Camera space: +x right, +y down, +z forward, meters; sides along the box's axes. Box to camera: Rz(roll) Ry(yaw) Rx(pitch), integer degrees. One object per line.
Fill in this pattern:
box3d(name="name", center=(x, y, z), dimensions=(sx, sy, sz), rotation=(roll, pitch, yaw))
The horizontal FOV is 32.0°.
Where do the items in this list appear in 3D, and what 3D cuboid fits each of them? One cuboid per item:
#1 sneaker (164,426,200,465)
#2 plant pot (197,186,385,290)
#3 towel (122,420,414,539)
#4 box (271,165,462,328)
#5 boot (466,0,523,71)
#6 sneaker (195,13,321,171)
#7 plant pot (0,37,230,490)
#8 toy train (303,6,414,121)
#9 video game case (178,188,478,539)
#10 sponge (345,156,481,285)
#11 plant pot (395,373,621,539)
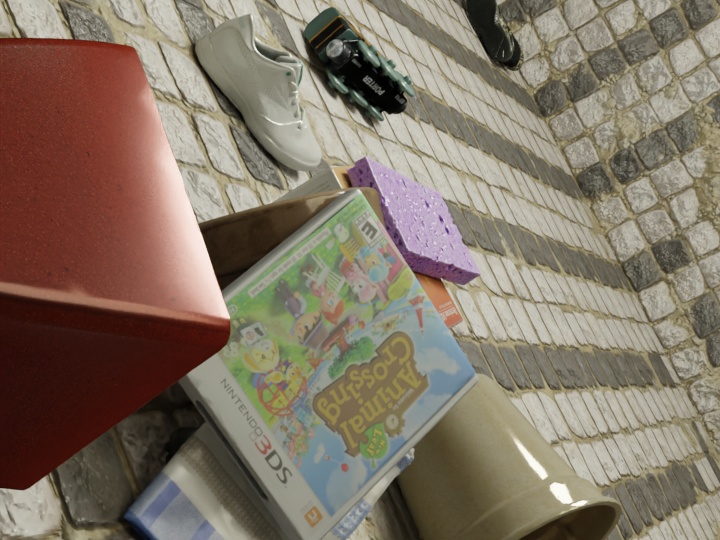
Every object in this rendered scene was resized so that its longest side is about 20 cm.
box3d(name="sneaker", center=(-0.063, 0.156, 0.958), dimensions=(0.200, 0.090, 0.067), rotation=(40, 29, -45))
box3d(name="plant pot", center=(-0.060, 0.040, 1.017), dimensions=(0.200, 0.200, 0.175), rotation=(-7, 81, -69))
box3d(name="towel", center=(-0.058, 0.153, 0.905), dimensions=(0.200, 0.024, 0.147), rotation=(-47, 109, -29))
box3d(name="box", center=(0.000, 0.000, 1.319), dimensions=(0.200, 0.106, 0.152), rotation=(61, 19, 4))
box3d(name="boot", center=(0.325, -0.578, 3.021), dimensions=(0.154, 0.073, 0.204), rotation=(13, 54, -68))
box3d(name="sneaker", center=(-0.091, -0.197, 1.403), dimensions=(0.200, 0.088, 0.075), rotation=(49, 20, -29))
box3d(name="plant pot", center=(-0.221, -0.009, 0.674), dimensions=(0.176, 0.200, 0.200), rotation=(10, 52, -52))
box3d(name="toy train", center=(0.000, -0.292, 1.788), dimensions=(0.200, 0.085, 0.114), rotation=(30, 26, -56))
box3d(name="video game case", center=(-0.023, 0.068, 0.912), dimensions=(0.200, 0.022, 0.182), rotation=(-41, 106, -30))
box3d(name="sponge", center=(0.058, -0.048, 1.327), dimensions=(0.200, 0.030, 0.112), rotation=(17, 46, -63))
box3d(name="plant pot", center=(0.120, 0.211, 1.228), dimensions=(0.200, 0.200, 0.184), rotation=(29, 25, -56))
